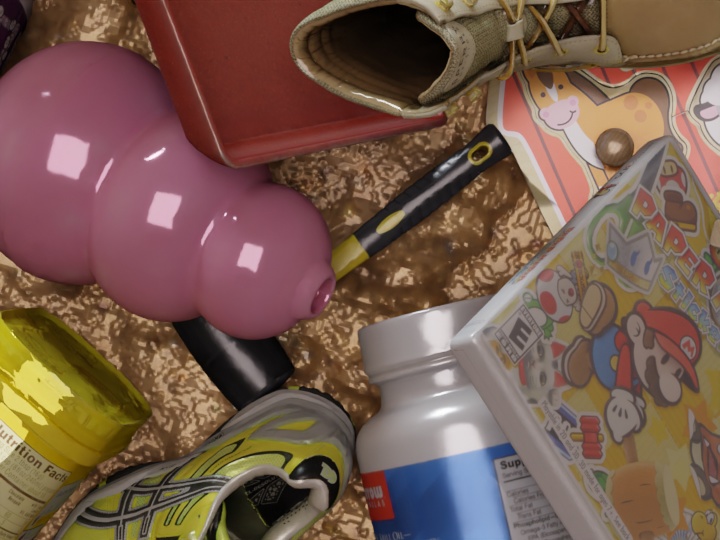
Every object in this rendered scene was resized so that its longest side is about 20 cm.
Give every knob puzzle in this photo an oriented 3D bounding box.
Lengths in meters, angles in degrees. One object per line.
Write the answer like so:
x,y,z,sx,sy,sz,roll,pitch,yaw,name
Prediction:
0.156,-0.112,1.179,0.218,0.030,0.221,0,87,4,knob puzzle

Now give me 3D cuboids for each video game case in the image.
0.150,0.063,1.097,0.182,0.023,0.201,-43,105,-37,video game case

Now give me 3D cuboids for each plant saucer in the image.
-0.054,-0.150,1.132,0.037,0.200,0.201,-23,86,36,plant saucer

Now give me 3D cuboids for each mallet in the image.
0.000,0.000,1.178,0.199,0.041,0.066,-30,86,2,mallet

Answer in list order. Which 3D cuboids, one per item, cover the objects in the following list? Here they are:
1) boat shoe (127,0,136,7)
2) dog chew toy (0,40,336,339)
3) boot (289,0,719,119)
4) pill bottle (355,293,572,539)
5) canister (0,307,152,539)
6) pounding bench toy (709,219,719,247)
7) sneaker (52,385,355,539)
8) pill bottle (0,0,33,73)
-0.091,-0.165,1.187,0.072,0.072,0.201,-23,95,33,boat shoe
-0.100,-0.033,1.131,0.199,0.124,0.125,28,89,20,dog chew toy
0.082,-0.119,1.094,0.199,0.155,0.073,5,110,27,boot
0.059,0.118,1.134,0.111,0.112,0.201,-14,85,3,pill bottle
-0.206,0.121,1.134,0.086,0.149,0.200,42,92,2,canister
0.296,-0.046,1.112,0.199,0.124,0.157,8,99,-33,pounding bench toy
-0.091,0.133,1.147,0.200,0.076,0.075,-38,106,13,sneaker
-0.235,-0.122,1.150,0.112,0.112,0.201,22,72,4,pill bottle
